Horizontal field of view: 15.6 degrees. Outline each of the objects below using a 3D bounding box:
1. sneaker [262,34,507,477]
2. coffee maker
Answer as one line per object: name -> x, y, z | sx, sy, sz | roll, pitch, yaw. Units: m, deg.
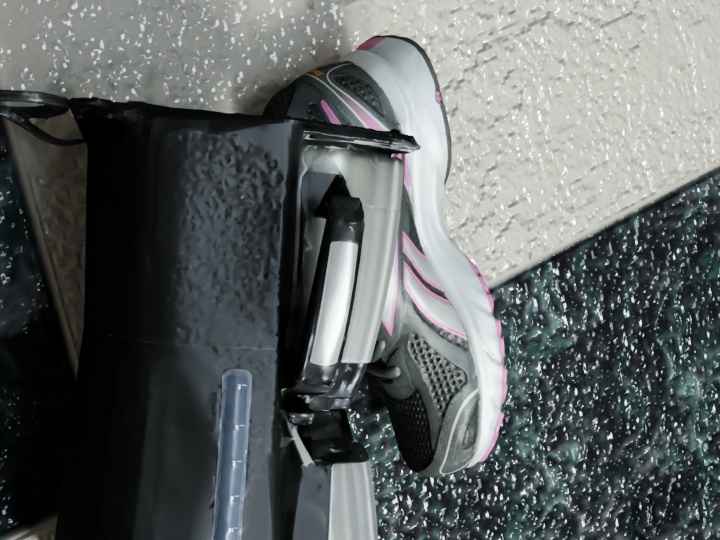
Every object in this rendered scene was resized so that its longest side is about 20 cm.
sneaker -> 0.000, 0.000, 1.196 | 0.086, 0.080, 0.201 | -18, 97, -27
coffee maker -> -0.078, 0.033, 1.090 | 0.135, 0.190, 0.202 | 1, 95, -83
